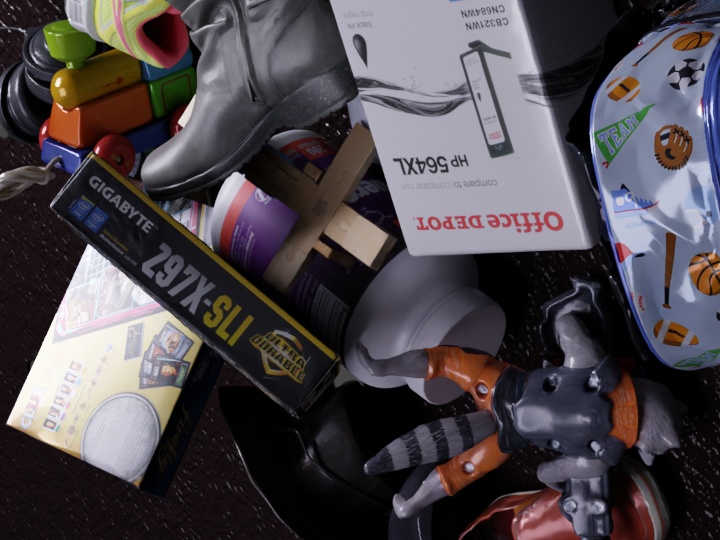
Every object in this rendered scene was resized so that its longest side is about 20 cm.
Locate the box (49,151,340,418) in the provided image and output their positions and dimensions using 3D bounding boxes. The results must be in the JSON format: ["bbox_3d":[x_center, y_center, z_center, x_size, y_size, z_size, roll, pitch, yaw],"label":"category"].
[{"bbox_3d":[-0.102,0.014,1.420,0.200,0.049,0.160,40,177,3],"label":"box"}]

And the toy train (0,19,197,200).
[{"bbox_3d":[-0.203,-0.124,1.572,0.084,0.199,0.117,21,126,45],"label":"toy train"}]

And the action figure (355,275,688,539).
[{"bbox_3d":[0.106,0.114,1.356,0.192,0.105,0.202,-10,97,12],"label":"action figure"}]

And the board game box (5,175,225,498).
[{"bbox_3d":[-0.156,0.043,1.580,0.135,0.201,0.035,20,173,33],"label":"board game box"}]

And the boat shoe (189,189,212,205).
[{"bbox_3d":[-0.130,0.023,1.638,0.073,0.075,0.202,-14,65,45],"label":"boat shoe"}]

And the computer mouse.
[{"bbox_3d":[0.054,0.219,1.560,0.052,0.138,0.202,6,111,36],"label":"computer mouse"}]

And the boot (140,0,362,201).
[{"bbox_3d":[-0.089,-0.135,1.368,0.199,0.068,0.131,-29,105,35],"label":"boot"}]

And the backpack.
[{"bbox_3d":[0.194,-0.042,1.094,0.153,0.190,0.201,-16,103,40],"label":"backpack"}]

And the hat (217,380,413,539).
[{"bbox_3d":[-0.015,0.128,1.597,0.081,0.200,0.201,-46,71,14],"label":"hat"}]

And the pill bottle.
[{"bbox_3d":[0.000,0.000,1.467,0.200,0.112,0.113,38,141,31],"label":"pill bottle"}]

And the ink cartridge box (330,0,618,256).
[{"bbox_3d":[0.075,-0.115,1.284,0.145,0.084,0.202,-2,113,44],"label":"ink cartridge box"}]

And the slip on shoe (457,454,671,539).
[{"bbox_3d":[0.133,0.170,1.464,0.200,0.061,0.075,-24,92,55],"label":"slip on shoe"}]

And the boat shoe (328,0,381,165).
[{"bbox_3d":[0.017,-0.157,1.376,0.066,0.074,0.201,4,129,36],"label":"boat shoe"}]

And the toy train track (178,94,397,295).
[{"bbox_3d":[-0.044,-0.055,1.427,0.200,0.032,0.115,37,97,37],"label":"toy train track"}]

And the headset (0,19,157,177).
[{"bbox_3d":[-0.232,-0.156,1.726,0.200,0.094,0.123,44,143,-3],"label":"headset"}]

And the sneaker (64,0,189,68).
[{"bbox_3d":[-0.126,-0.206,1.388,0.090,0.078,0.201,39,147,17],"label":"sneaker"}]
